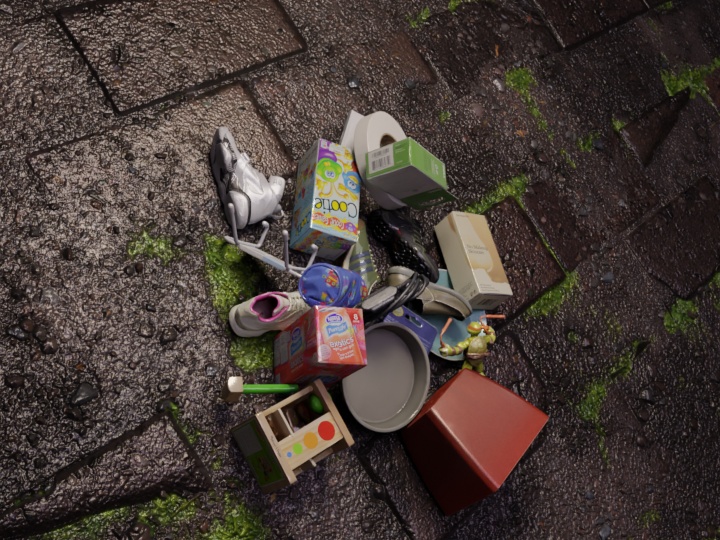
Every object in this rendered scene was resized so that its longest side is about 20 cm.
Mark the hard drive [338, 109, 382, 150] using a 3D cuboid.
[{"bbox_3d":[0.047,-0.252,1.717,0.199,0.025,0.133,26,59,-18],"label":"hard drive"}]

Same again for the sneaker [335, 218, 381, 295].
[{"bbox_3d":[0.000,0.000,1.557,0.089,0.067,0.202,20,67,-18],"label":"sneaker"}]

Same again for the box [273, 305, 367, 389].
[{"bbox_3d":[-0.076,0.141,1.369,0.094,0.200,0.104,6,66,-27],"label":"box"}]

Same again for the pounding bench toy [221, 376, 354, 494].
[{"bbox_3d":[-0.128,0.247,1.339,0.155,0.124,0.201,-25,83,-35],"label":"pounding bench toy"}]

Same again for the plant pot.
[{"bbox_3d":[0.195,0.307,1.469,0.176,0.200,0.200,44,54,6],"label":"plant pot"}]

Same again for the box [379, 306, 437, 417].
[{"bbox_3d":[0.065,0.172,1.526,0.121,0.032,0.201,33,66,-13],"label":"box"}]

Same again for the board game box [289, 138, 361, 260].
[{"bbox_3d":[-0.067,-0.140,1.555,0.102,0.105,0.202,16,63,-24],"label":"board game box"}]

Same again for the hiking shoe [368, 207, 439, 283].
[{"bbox_3d":[0.110,-0.063,1.634,0.100,0.076,0.201,-31,78,-39],"label":"hiking shoe"}]

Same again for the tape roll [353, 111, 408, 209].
[{"bbox_3d":[0.055,-0.226,1.619,0.202,0.037,0.205,32,52,-51],"label":"tape roll"}]

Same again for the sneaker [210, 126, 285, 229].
[{"bbox_3d":[-0.216,-0.182,1.508,0.114,0.075,0.202,-9,79,-33],"label":"sneaker"}]

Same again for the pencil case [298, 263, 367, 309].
[{"bbox_3d":[-0.046,0.036,1.398,0.077,0.200,0.088,17,89,16],"label":"pencil case"}]

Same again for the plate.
[{"bbox_3d":[0.179,0.095,1.644,0.198,0.026,0.202,13,63,-25],"label":"plate"}]

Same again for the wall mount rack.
[{"bbox_3d":[-0.164,-0.051,1.406,0.198,0.174,0.075,25,93,17],"label":"wall mount rack"}]

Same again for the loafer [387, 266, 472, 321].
[{"bbox_3d":[0.134,0.062,1.582,0.198,0.075,0.070,25,71,-15],"label":"loafer"}]

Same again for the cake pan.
[{"bbox_3d":[0.042,0.196,1.447,0.198,0.037,0.203,1,88,-33],"label":"cake pan"}]

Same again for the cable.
[{"bbox_3d":[0.046,0.068,1.452,0.199,0.163,0.051,-31,79,-23],"label":"cable"}]

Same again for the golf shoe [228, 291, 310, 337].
[{"bbox_3d":[-0.138,0.072,1.431,0.198,0.091,0.076,-12,74,-35],"label":"golf shoe"}]

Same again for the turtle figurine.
[{"bbox_3d":[0.234,0.169,1.578,0.199,0.064,0.163,-14,111,-43],"label":"turtle figurine"}]

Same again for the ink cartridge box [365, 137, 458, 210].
[{"bbox_3d":[0.105,-0.187,1.547,0.199,0.103,0.060,24,58,-53],"label":"ink cartridge box"}]

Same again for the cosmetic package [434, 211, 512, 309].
[{"bbox_3d":[0.241,-0.021,1.679,0.104,0.071,0.202,3,59,-36],"label":"cosmetic package"}]
